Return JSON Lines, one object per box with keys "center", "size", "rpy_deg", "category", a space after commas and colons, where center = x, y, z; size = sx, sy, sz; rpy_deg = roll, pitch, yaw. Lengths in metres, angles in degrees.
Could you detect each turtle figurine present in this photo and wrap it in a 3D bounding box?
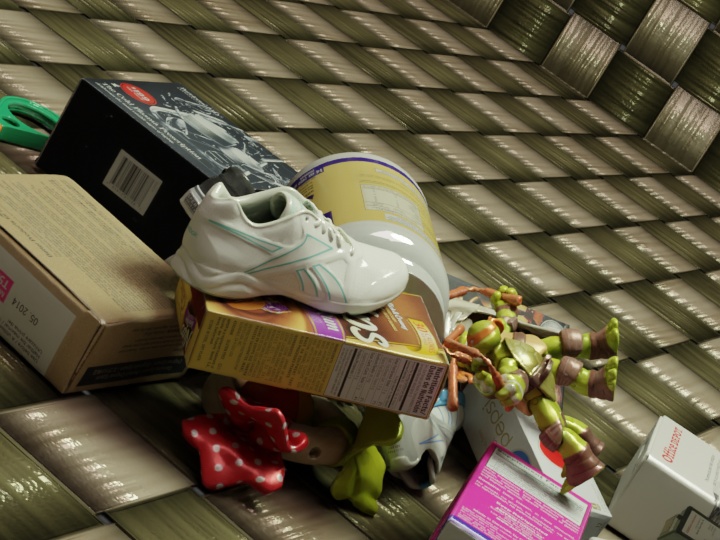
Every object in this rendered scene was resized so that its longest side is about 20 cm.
{"center": [0.133, 0.094, 1.564], "size": [0.161, 0.064, 0.200], "rpy_deg": [51, -1, -6], "category": "turtle figurine"}
{"center": [0.144, 0.081, 1.712], "size": [0.161, 0.065, 0.200], "rpy_deg": [5, 28, 6], "category": "turtle figurine"}

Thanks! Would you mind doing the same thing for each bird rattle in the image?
{"center": [-0.064, 0.128, 1.553], "size": [0.199, 0.113, 0.163], "rpy_deg": [2, 20, -33], "category": "bird rattle"}

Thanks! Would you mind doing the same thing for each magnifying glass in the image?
{"center": [-0.344, -0.138, 1.875], "size": [0.080, 0.022, 0.200], "rpy_deg": [37, 16, 15], "category": "magnifying glass"}

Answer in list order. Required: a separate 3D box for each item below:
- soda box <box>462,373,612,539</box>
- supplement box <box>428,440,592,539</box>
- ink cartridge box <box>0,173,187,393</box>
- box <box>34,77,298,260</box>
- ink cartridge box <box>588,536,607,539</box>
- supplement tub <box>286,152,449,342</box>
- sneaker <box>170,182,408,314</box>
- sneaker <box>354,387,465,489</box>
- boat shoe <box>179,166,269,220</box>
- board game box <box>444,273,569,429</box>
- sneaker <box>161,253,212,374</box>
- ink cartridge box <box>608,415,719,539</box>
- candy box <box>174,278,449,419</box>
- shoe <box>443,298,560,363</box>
{"center": [0.151, 0.168, 1.736], "size": [0.064, 0.068, 0.200], "rpy_deg": [17, 31, -29], "category": "soda box"}
{"center": [0.102, 0.223, 1.498], "size": [0.103, 0.101, 0.200], "rpy_deg": [33, 17, 6], "category": "supplement box"}
{"center": [-0.238, 0.006, 1.565], "size": [0.200, 0.075, 0.165], "rpy_deg": [41, 21, 23], "category": "ink cartridge box"}
{"center": [-0.174, -0.090, 1.882], "size": [0.200, 0.104, 0.182], "rpy_deg": [38, 17, 18], "category": "box"}
{"center": [0.258, 0.311, 1.574], "size": [0.116, 0.068, 0.200], "rpy_deg": [17, 23, -37], "category": "ink cartridge box"}
{"center": [0.000, 0.000, 1.699], "size": [0.145, 0.146, 0.200], "rpy_deg": [25, 23, -19], "category": "supplement tub"}
{"center": [-0.043, -0.017, 1.489], "size": [0.200, 0.080, 0.070], "rpy_deg": [7, 24, -32], "category": "sneaker"}
{"center": [0.048, 0.148, 1.695], "size": [0.200, 0.075, 0.087], "rpy_deg": [13, 61, -70], "category": "sneaker"}
{"center": [-0.092, -0.041, 1.614], "size": [0.070, 0.066, 0.200], "rpy_deg": [51, 0, 21], "category": "boat shoe"}
{"center": [0.109, 0.085, 1.863], "size": [0.200, 0.035, 0.136], "rpy_deg": [22, 61, -27], "category": "board game box"}
{"center": [-0.106, 0.053, 1.693], "size": [0.116, 0.074, 0.200], "rpy_deg": [61, 13, 16], "category": "sneaker"}
{"center": [0.345, 0.243, 1.873], "size": [0.200, 0.084, 0.145], "rpy_deg": [34, 17, 6], "category": "ink cartridge box"}
{"center": [-0.040, 0.046, 1.521], "size": [0.199, 0.057, 0.117], "rpy_deg": [14, 23, -18], "category": "candy box"}
{"center": [0.109, 0.058, 1.817], "size": [0.200, 0.053, 0.070], "rpy_deg": [14, 65, -30], "category": "shoe"}
